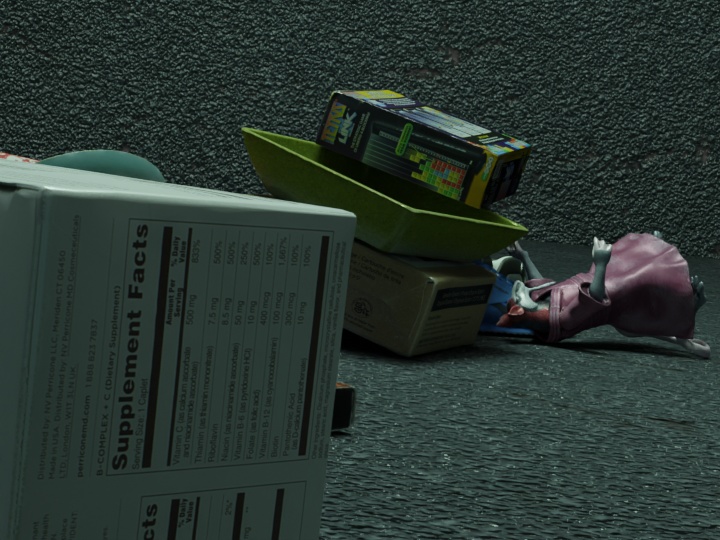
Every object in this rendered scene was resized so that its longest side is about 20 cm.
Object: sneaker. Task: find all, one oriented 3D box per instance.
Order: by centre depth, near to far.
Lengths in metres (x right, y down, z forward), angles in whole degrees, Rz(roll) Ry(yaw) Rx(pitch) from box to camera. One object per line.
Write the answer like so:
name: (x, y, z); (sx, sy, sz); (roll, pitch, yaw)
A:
sneaker: (0.128, 0.022, 1.586); (0.200, 0.079, 0.066); (5, 3, -24)
sneaker: (0.097, 0.010, 1.826); (0.115, 0.076, 0.200); (-2, -8, 31)

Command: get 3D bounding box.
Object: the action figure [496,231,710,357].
action figure: (0.221, 0.032, 1.558); (0.200, 0.149, 0.134); (-18, 14, -18)

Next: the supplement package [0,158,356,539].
supplement package: (-0.116, 0.045, 0.499); (0.111, 0.156, 0.200); (2, 6, -45)

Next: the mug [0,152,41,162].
mug: (-0.394, -0.071, 1.767); (0.200, 0.134, 0.177); (6, 5, -41)

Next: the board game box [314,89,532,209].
board game box: (0.064, -0.118, 1.523); (0.165, 0.057, 0.200); (21, 11, 12)

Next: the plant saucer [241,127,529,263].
plant saucer: (0.017, -0.058, 1.410); (0.200, 0.048, 0.200); (27, 12, 33)

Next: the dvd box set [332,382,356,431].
dvd box set: (-0.122, 0.068, 0.983); (0.146, 0.029, 0.200); (1, 7, -45)

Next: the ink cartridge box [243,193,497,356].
ink cartridge box: (0.000, 0.000, 1.421); (0.200, 0.075, 0.165); (24, 12, 20)

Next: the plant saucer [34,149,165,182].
plant saucer: (-0.259, -0.031, 1.396); (0.200, 0.027, 0.200); (-21, -28, -11)

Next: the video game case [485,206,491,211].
video game case: (0.030, -0.057, 1.621); (0.182, 0.023, 0.200); (-18, 26, 0)
